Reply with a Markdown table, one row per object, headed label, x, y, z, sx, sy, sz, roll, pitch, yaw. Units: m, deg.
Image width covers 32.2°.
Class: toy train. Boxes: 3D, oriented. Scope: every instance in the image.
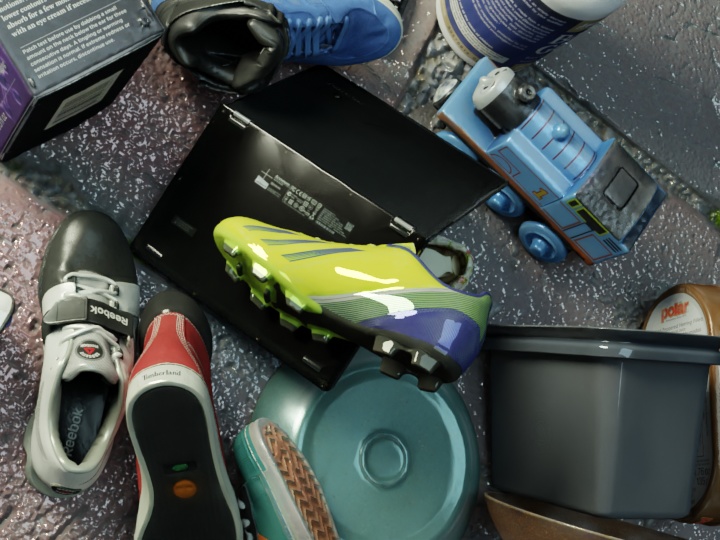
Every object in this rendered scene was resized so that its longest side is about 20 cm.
| label | x | y | z | sx | sy | sz | roll | pitch | yaw |
| --- | --- | --- | --- | --- | --- | --- | --- | --- | --- |
| toy train | 0.147 | -0.087 | 1.010 | 0.200 | 0.114 | 0.087 | 44 | 64 | -11 |

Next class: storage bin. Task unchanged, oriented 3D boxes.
| label | x | y | z | sx | sy | sz | roll | pitch | yaw |
| --- | --- | --- | --- | --- | --- | --- | --- | --- | --- |
| storage bin | 0.182 | 0.111 | 0.950 | 0.145 | 0.200 | 0.135 | 5 | 88 | -24 |

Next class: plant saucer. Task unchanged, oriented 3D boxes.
| label | x | y | z | sx | sy | sz | roll | pitch | yaw |
| --- | --- | --- | --- | --- | --- | --- | --- | --- | --- |
| plant saucer | 0.185 | 0.205 | 0.922 | 0.200 | 0.200 | 0.035 | 17 | 86 | -21 |
| plant saucer | 0.012 | 0.144 | 0.940 | 0.199 | 0.036 | 0.201 | 5 | 77 | -24 |

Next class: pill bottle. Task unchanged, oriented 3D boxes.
| label | x | y | z | sx | sy | sz | roll | pitch | yaw |
| --- | --- | --- | --- | --- | --- | --- | --- | --- | --- |
| pill bottle | 0.153 | -0.240 | 0.998 | 0.111 | 0.200 | 0.111 | 6 | 77 | -24 |

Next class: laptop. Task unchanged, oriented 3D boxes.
| label | x | y | z | sx | sy | sz | roll | pitch | yaw |
| --- | --- | --- | --- | --- | --- | --- | --- | --- | --- |
| laptop | -0.027 | -0.042 | 0.927 | 0.187 | 0.116 | 0.200 | 34 | 92 | 17 |

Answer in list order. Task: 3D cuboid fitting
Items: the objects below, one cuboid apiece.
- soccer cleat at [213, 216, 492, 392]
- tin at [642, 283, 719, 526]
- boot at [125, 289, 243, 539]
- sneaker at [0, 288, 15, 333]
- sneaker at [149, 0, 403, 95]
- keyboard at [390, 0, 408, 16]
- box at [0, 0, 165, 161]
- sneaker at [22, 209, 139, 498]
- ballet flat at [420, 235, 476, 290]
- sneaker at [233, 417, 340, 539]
| label | x | y | z | sx | sy | sz | roll | pitch | yaw |
| --- | --- | --- | --- | --- | --- | --- | --- | --- | --- |
| soccer cleat | -0.006 | 0.007 | 0.831 | 0.200 | 0.065 | 0.084 | 26 | 67 | 19 |
| tin | 0.275 | 0.109 | 1.030 | 0.042 | 0.112 | 0.201 | 7 | 75 | -24 |
| boot | -0.121 | 0.121 | 0.864 | 0.072 | 0.144 | 0.201 | -4 | 117 | -5 |
| sneaker | -0.290 | 0.009 | 0.808 | 0.115 | 0.080 | 0.200 | -13 | 91 | -31 |
| sneaker | -0.056 | -0.172 | 0.928 | 0.199 | 0.077 | 0.111 | 9 | 36 | -21 |
| keyboard | -0.049 | -0.251 | 0.996 | 0.200 | 0.040 | 0.104 | 30 | 67 | -16 |
| box | -0.240 | -0.197 | 0.833 | 0.104 | 0.148 | 0.200 | -34 | 93 | -27 |
| sneaker | -0.180 | 0.050 | 0.841 | 0.074 | 0.088 | 0.201 | 7 | 74 | -23 |
| ballet flat | 0.000 | 0.000 | 0.950 | 0.199 | 0.064 | 0.076 | -9 | 83 | -26 |
| sneaker | -0.054 | 0.204 | 0.863 | 0.080 | 0.071 | 0.200 | -23 | 94 | 12 |
